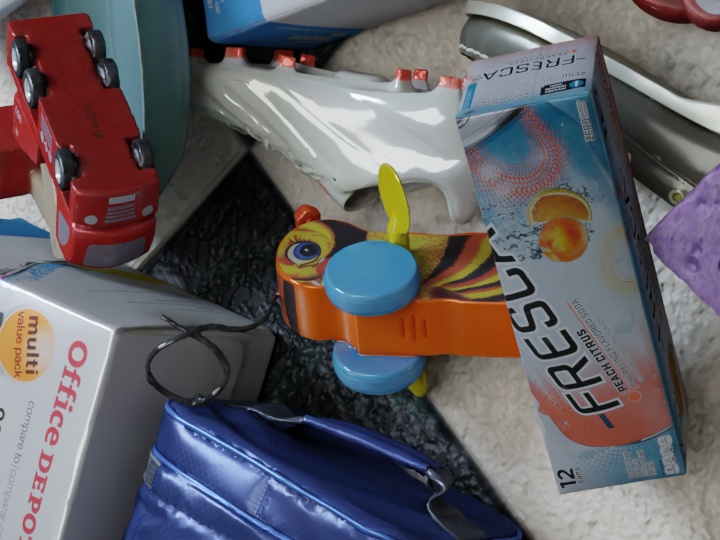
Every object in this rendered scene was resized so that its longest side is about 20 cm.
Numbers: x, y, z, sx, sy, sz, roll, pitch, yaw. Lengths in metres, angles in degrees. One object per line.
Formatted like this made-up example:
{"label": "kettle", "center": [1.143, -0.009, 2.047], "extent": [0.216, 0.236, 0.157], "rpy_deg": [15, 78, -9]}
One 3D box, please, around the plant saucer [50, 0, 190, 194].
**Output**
{"label": "plant saucer", "center": [-0.128, -0.123, 1.184], "extent": [0.200, 0.036, 0.202], "rpy_deg": [171, 90, -71]}

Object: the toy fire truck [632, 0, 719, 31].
{"label": "toy fire truck", "center": [0.187, -0.212, 1.008], "extent": [0.167, 0.112, 0.202], "rpy_deg": [-14, 81, 7]}

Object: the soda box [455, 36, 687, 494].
{"label": "soda box", "center": [0.100, 0.000, 1.007], "extent": [0.063, 0.069, 0.201], "rpy_deg": [-11, 115, 15]}

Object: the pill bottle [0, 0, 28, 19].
{"label": "pill bottle", "center": [-0.266, -0.226, 1.253], "extent": [0.112, 0.112, 0.201], "rpy_deg": [-29, 99, 28]}

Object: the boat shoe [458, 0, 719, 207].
{"label": "boat shoe", "center": [0.124, -0.069, 1.051], "extent": [0.201, 0.072, 0.061], "rpy_deg": [30, 99, 25]}

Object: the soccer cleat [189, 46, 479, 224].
{"label": "soccer cleat", "center": [-0.021, -0.073, 1.148], "extent": [0.199, 0.069, 0.078], "rpy_deg": [11, 99, 30]}

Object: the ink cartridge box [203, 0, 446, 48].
{"label": "ink cartridge box", "center": [0.008, -0.206, 1.101], "extent": [0.199, 0.084, 0.146], "rpy_deg": [-13, 81, 43]}

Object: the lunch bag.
{"label": "lunch bag", "center": [-0.019, 0.142, 1.098], "extent": [0.199, 0.136, 0.133], "rpy_deg": [24, 102, 31]}

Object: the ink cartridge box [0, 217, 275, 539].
{"label": "ink cartridge box", "center": [-0.177, 0.068, 1.195], "extent": [0.199, 0.144, 0.148], "rpy_deg": [21, 100, 31]}

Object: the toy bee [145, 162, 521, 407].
{"label": "toy bee", "center": [0.000, 0.000, 1.103], "extent": [0.109, 0.198, 0.132], "rpy_deg": [-95, 21, -52]}

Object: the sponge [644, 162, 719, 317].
{"label": "sponge", "center": [0.234, 0.017, 0.970], "extent": [0.200, 0.030, 0.112], "rpy_deg": [45, 113, 6]}

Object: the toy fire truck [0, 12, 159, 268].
{"label": "toy fire truck", "center": [-0.158, -0.056, 1.171], "extent": [0.142, 0.048, 0.201], "rpy_deg": [99, 153, -43]}
